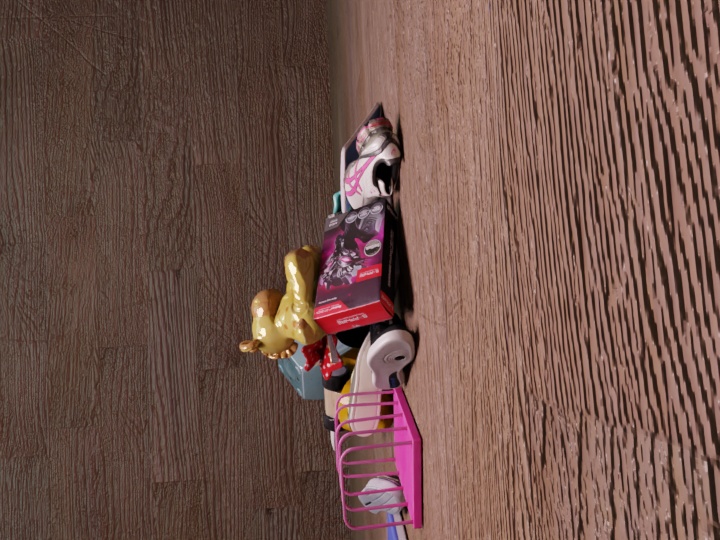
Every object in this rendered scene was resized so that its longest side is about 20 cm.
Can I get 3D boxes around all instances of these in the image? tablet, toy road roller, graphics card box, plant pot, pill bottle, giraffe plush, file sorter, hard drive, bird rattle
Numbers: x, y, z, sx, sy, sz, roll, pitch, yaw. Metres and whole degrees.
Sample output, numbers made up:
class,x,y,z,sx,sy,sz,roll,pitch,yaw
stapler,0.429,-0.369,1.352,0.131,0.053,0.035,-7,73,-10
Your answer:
class,x,y,z,sx,sy,sz,roll,pitch,yaw
tablet,0.001,-0.212,1.164,0.202,0.013,0.133,-61,-22,-47
toy road roller,0.018,0.242,1.248,0.199,0.142,0.127,-29,-58,-54
graphics card box,-0.005,-0.009,0.996,0.051,0.122,0.205,46,-141,-42
plant pot,-0.093,0.185,1.491,0.196,0.197,0.200,43,147,33
pill bottle,-0.008,0.051,1.320,0.204,0.108,0.114,-98,7,-46
giraffe plush,-0.117,0.077,1.054,0.172,0.158,0.206,34,-136,-48
file sorter,0.022,0.295,1.005,0.200,0.121,0.144,-114,21,-77
hard drive,0.073,0.535,1.103,0.200,0.024,0.137,-109,17,-73
bird rattle,-0.072,0.116,1.208,0.164,0.109,0.206,98,160,-64

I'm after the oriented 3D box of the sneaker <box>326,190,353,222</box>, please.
class,x,y,z,sx,sy,sz,roll,pitch,yaw
sneaker,-0.035,-0.065,1.170,0.091,0.076,0.205,43,-140,-39

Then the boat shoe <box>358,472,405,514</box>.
class,x,y,z,sx,sy,sz,roll,pitch,yaw
boat shoe,0.044,0.400,1.148,0.072,0.062,0.200,43,154,3

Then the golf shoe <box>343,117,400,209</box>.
class,x,y,z,sx,sy,sz,roll,pitch,yaw
golf shoe,0.019,-0.150,1.033,0.202,0.070,0.094,107,146,-58

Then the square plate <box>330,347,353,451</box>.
class,x,y,z,sx,sy,sz,roll,pitch,yaw
square plate,-0.016,0.254,1.364,0.197,0.028,0.207,-29,-57,-54

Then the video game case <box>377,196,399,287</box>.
class,x,y,z,sx,sy,sz,roll,pitch,yaw
video game case,0.044,-0.050,1.158,0.183,0.022,0.206,98,167,-65

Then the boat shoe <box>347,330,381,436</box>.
class,x,y,z,sx,sy,sz,roll,pitch,yaw
boat shoe,0.017,0.188,1.124,0.060,0.070,0.209,-155,78,-78

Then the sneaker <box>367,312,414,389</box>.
class,x,y,z,sx,sy,sz,roll,pitch,yaw
sneaker,0.040,0.102,0.985,0.202,0.070,0.115,96,171,-60
